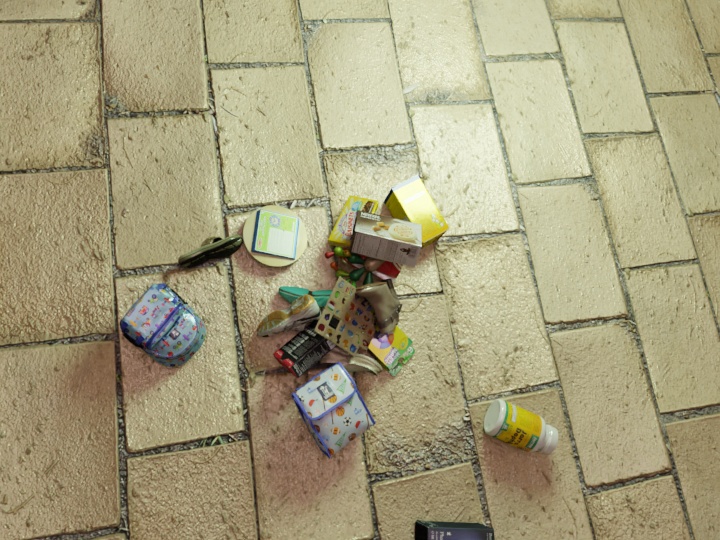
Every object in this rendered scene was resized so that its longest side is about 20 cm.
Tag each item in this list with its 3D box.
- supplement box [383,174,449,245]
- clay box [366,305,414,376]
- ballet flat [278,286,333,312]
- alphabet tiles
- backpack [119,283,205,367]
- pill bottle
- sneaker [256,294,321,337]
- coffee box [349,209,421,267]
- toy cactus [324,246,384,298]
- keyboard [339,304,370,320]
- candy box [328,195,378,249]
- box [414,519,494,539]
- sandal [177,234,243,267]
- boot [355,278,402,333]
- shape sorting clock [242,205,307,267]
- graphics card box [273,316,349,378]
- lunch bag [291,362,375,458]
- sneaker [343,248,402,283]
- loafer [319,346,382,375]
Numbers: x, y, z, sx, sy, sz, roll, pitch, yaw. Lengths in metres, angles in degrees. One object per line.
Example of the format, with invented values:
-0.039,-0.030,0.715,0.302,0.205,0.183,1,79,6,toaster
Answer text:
0.177,-0.179,1.818,0.108,0.109,0.202,-27,82,-17,supplement box
0.069,0.208,1.720,0.200,0.048,0.115,44,71,3,clay box
-0.151,0.090,1.692,0.196,0.067,0.072,4,105,8,ballet flat
-0.027,0.140,1.617,0.199,0.007,0.169,38,69,-35,alphabet tiles
-0.531,0.159,1.565,0.200,0.135,0.183,43,72,-1,backpack
0.479,0.471,1.698,0.198,0.113,0.114,24,71,-5,pill bottle
-0.204,0.153,1.653,0.198,0.088,0.076,-27,39,11,sneaker
0.074,-0.094,1.662,0.197,0.081,0.115,13,37,-4,coffee box
0.000,0.000,1.681,0.164,0.102,0.202,-33,94,-4,toy cactus
-0.029,0.141,1.717,0.200,0.056,0.011,-47,128,-19,keyboard
-0.020,-0.149,1.769,0.101,0.027,0.202,12,54,15,candy box
0.256,0.799,1.556,0.195,0.123,0.204,6,74,-11,box
-0.443,-0.069,1.678,0.198,0.080,0.058,-19,65,-16,sandal
0.058,0.107,1.637,0.199,0.069,0.149,-12,96,-54,boot
-0.260,-0.105,1.742,0.197,0.039,0.203,8,67,-19,shape sorting clock
-0.141,0.210,1.634,0.199,0.125,0.051,-40,117,-19,graphics card box
-0.079,0.382,1.583,0.169,0.124,0.202,-30,97,-20,lunch bag
0.044,-0.051,1.748,0.198,0.079,0.117,24,107,-17,sneaker
-0.033,0.273,1.671,0.197,0.076,0.069,19,73,4,loafer
